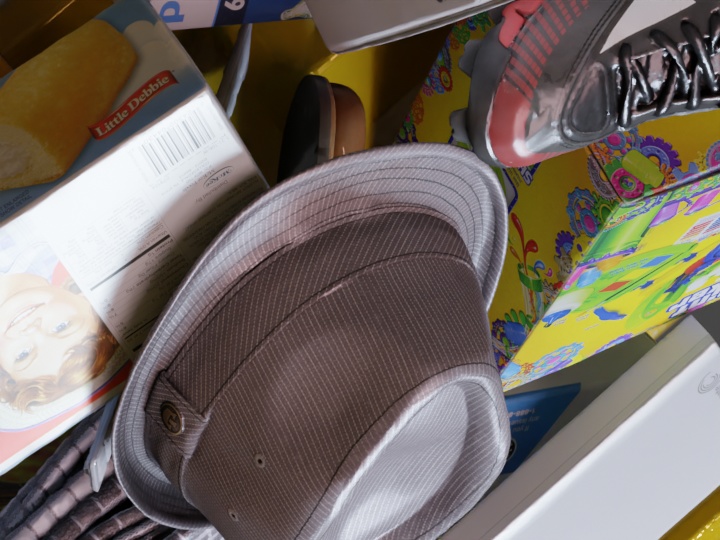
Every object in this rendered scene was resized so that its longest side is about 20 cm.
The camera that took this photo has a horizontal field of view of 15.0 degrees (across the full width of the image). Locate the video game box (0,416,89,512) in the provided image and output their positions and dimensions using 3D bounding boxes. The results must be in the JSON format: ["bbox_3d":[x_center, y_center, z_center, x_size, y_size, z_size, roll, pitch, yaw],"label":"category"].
[{"bbox_3d":[-0.224,0.100,1.175,0.200,0.047,0.182,19,112,-47],"label":"video game box"}]

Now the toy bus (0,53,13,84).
[{"bbox_3d":[-0.144,-0.038,1.098,0.065,0.078,0.200,-41,139,-4],"label":"toy bus"}]

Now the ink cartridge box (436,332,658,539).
[{"bbox_3d":[0.059,0.116,1.387,0.145,0.084,0.200,-8,129,-34],"label":"ink cartridge box"}]

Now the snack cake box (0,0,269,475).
[{"bbox_3d":[-0.131,0.001,1.030,0.200,0.067,0.115,-34,141,-4],"label":"snack cake box"}]

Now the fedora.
[{"bbox_3d":[-0.002,0.054,1.061,0.177,0.090,0.200,-6,138,-41],"label":"fedora"}]

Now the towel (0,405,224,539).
[{"bbox_3d":[-0.105,0.135,1.209,0.200,0.086,0.166,-47,164,-20],"label":"towel"}]

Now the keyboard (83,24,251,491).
[{"bbox_3d":[-0.078,-0.007,1.135,0.056,0.011,0.201,125,-16,-73],"label":"keyboard"}]

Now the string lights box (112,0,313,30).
[{"bbox_3d":[-0.008,-0.161,1.121,0.200,0.059,0.103,-9,129,-34],"label":"string lights box"}]

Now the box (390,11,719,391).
[{"bbox_3d":[0.137,-0.064,1.219,0.200,0.122,0.193,-21,161,-25],"label":"box"}]

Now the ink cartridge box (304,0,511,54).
[{"bbox_3d":[0.067,-0.195,1.020,0.200,0.146,0.147,-31,101,-31],"label":"ink cartridge box"}]

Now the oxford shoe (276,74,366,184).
[{"bbox_3d":[0.000,0.000,1.234,0.071,0.071,0.200,-8,122,-9],"label":"oxford shoe"}]

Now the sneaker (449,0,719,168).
[{"bbox_3d":[0.126,-0.094,1.065,0.200,0.098,0.071,-33,136,-28],"label":"sneaker"}]

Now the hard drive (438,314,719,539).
[{"bbox_3d":[0.106,0.119,1.329,0.200,0.027,0.132,-42,149,-2],"label":"hard drive"}]
